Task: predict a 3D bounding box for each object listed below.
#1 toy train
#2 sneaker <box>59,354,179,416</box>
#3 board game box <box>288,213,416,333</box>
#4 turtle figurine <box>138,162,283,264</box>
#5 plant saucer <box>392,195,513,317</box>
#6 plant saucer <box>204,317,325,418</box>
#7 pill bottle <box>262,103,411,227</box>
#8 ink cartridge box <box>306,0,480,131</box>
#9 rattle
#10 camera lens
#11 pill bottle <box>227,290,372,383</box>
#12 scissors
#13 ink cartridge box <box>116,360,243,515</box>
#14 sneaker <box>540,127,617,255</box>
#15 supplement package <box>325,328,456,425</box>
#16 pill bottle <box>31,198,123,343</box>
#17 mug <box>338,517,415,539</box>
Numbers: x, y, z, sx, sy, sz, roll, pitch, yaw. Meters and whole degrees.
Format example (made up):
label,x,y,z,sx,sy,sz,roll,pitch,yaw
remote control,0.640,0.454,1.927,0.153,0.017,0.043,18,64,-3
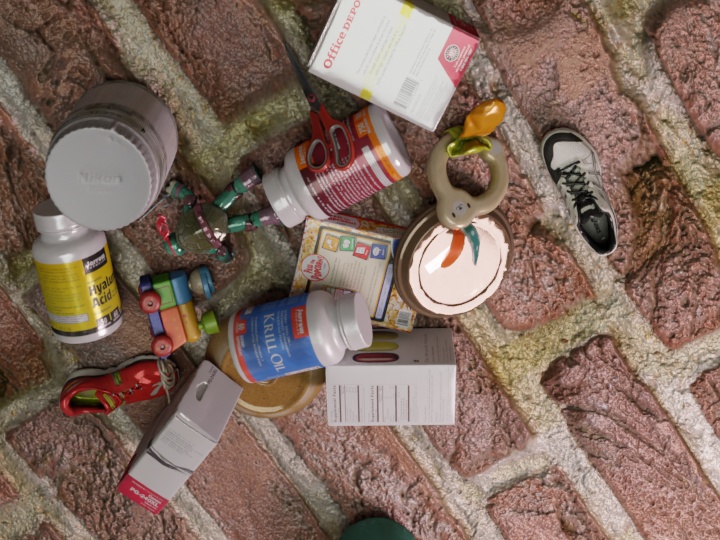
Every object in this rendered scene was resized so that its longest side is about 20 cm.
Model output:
label,x,y,z,sx,sy,sz,roll,pitch,yaw
toy train,-0.266,0.096,1.781,0.114,0.085,0.203,-15,108,-7
sneaker,-0.380,0.194,1.829,0.197,0.085,0.078,-14,115,7
board game box,0.000,0.000,1.755,0.196,0.046,0.154,13,115,-5
turtle figurine,-0.221,-0.069,1.702,0.198,0.101,0.151,-26,113,6
plant saucer,0.143,-0.014,1.721,0.197,0.030,0.203,-10,121,-16
plant saucer,-0.151,0.157,1.836,0.196,0.036,0.203,0,116,1
pill bottle,-0.036,-0.144,1.651,0.198,0.113,0.114,-28,112,12
ink cartridge box,0.044,-0.306,1.590,0.197,0.084,0.147,25,113,-11
rattle,0.164,-0.113,1.610,0.129,0.203,0.142,25,158,-29
camera lens,-0.340,-0.161,1.598,0.157,0.201,0.163,0,116,0
pill bottle,-0.087,0.093,1.715,0.197,0.113,0.114,-15,115,15
scissors,-0.056,-0.229,1.604,0.072,0.014,0.204,-15,77,18
ink cartridge box,-0.280,0.259,1.804,0.083,0.146,0.200,36,122,-9
sneaker,0.326,-0.113,1.676,0.075,0.088,0.201,-27,111,15
supplement package,0.046,0.164,1.794,0.196,0.114,0.111,-1,117,0
pill bottle,-0.425,-0.004,1.722,0.109,0.112,0.203,-6,115,4
mug,0.015,0.500,1.952,0.183,0.115,0.153,-24,113,12
